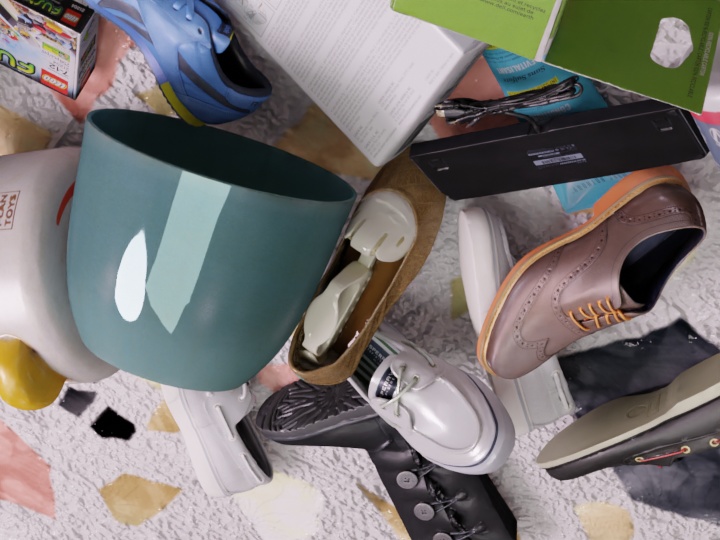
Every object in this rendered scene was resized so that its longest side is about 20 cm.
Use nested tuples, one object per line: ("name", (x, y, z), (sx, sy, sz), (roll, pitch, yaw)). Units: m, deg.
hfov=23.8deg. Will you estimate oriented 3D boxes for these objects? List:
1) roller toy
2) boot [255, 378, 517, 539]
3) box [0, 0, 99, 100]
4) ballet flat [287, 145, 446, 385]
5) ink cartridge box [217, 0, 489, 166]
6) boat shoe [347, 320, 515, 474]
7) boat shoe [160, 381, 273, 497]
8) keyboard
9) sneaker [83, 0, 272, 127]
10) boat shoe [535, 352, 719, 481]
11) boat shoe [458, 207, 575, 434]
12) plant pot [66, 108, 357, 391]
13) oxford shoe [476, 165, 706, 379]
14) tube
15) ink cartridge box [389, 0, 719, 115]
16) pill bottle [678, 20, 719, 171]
("roller toy", (-0.249, 0.000, 1.331), (0.139, 0.200, 0.183), (-5, 105, 24))
("boot", (0.024, 0.175, 1.456), (0.165, 0.066, 0.200), (-13, 125, 31))
("box", (-0.289, -0.205, 1.258), (0.200, 0.035, 0.110), (26, 157, 0))
("ballet flat", (0.000, 0.000, 1.263), (0.068, 0.072, 0.200), (35, 106, 16))
("ink cartridge box", (-0.014, -0.187, 1.174), (0.200, 0.057, 0.163), (49, 148, 6))
("boat shoe", (0.033, 0.093, 1.307), (0.067, 0.200, 0.074), (20, 98, -42))
("boat shoe", (-0.122, 0.113, 1.457), (0.068, 0.072, 0.200), (-11, 120, 8))
("keyboard", (0.126, -0.095, 1.167), (0.200, 0.021, 0.127), (-9, 151, 25))
("sneaker", (-0.135, -0.189, 1.216), (0.078, 0.066, 0.200), (-14, 126, 38))
("boat shoe", (0.228, 0.126, 1.327), (0.201, 0.074, 0.063), (-27, 106, 30))
("boat shoe", (0.122, 0.036, 1.298), (0.068, 0.072, 0.200), (-17, 114, -1))
("plant pot", (-0.122, -0.009, 1.233), (0.200, 0.201, 0.161), (19, 102, 5))
("oxford shoe", (0.160, 0.014, 1.208), (0.071, 0.073, 0.200), (30, 113, -32))
("tube", (0.134, -0.121, 1.191), (0.077, 0.050, 0.200), (-11, 128, 37))
("ink cartridge box", (0.136, -0.193, 1.062), (0.200, 0.148, 0.076), (19, 130, 4))
("pill bottle", (0.299, -0.071, 1.116), (0.119, 0.120, 0.200), (-17, 120, 30))
